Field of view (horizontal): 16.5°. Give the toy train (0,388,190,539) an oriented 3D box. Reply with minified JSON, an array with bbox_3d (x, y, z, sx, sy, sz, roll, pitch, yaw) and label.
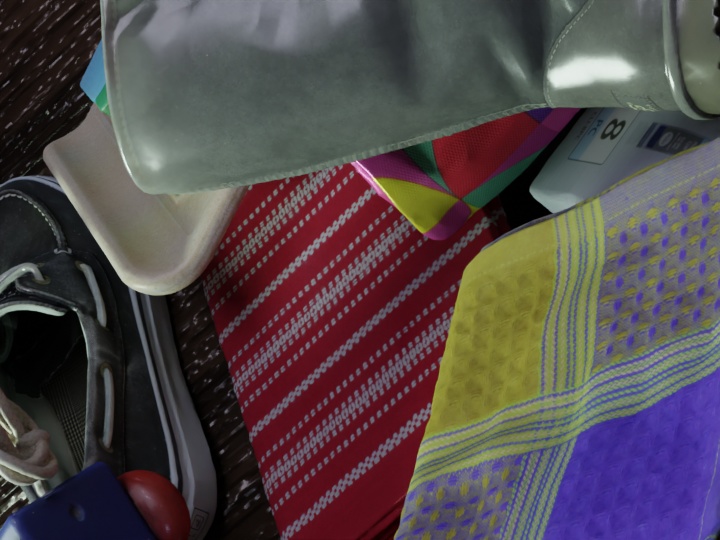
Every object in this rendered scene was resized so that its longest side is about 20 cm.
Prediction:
[{"bbox_3d":[-0.120,0.112,0.855,0.116,0.085,0.200,-35,87,38],"label":"toy train"}]

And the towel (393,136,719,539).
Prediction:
[{"bbox_3d":[0.056,0.050,0.655,0.144,0.023,0.200,-23,37,43],"label":"towel"}]

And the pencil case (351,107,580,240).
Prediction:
[{"bbox_3d":[0.063,-0.100,0.776,0.200,0.088,0.088,-43,48,14],"label":"pencil case"}]

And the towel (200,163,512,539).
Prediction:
[{"bbox_3d":[0.000,0.000,0.872,0.145,0.022,0.200,-43,51,34],"label":"towel"}]

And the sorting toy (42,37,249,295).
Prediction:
[{"bbox_3d":[-0.053,-0.103,0.935,0.200,0.036,0.185,-58,25,7],"label":"sorting toy"}]

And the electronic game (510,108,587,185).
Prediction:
[{"bbox_3d":[0.066,-0.128,0.888,0.200,0.042,0.200,-16,65,40],"label":"electronic game"}]

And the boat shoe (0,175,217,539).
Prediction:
[{"bbox_3d":[-0.114,0.025,0.948,0.072,0.071,0.200,-46,47,14],"label":"boat shoe"}]

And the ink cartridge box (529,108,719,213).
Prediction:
[{"bbox_3d":[0.147,-0.065,0.718,0.160,0.047,0.200,-53,19,-7],"label":"ink cartridge box"}]

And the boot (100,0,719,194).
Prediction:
[{"bbox_3d":[0.019,-0.115,0.723,0.200,0.073,0.182,-2,80,33],"label":"boot"}]
